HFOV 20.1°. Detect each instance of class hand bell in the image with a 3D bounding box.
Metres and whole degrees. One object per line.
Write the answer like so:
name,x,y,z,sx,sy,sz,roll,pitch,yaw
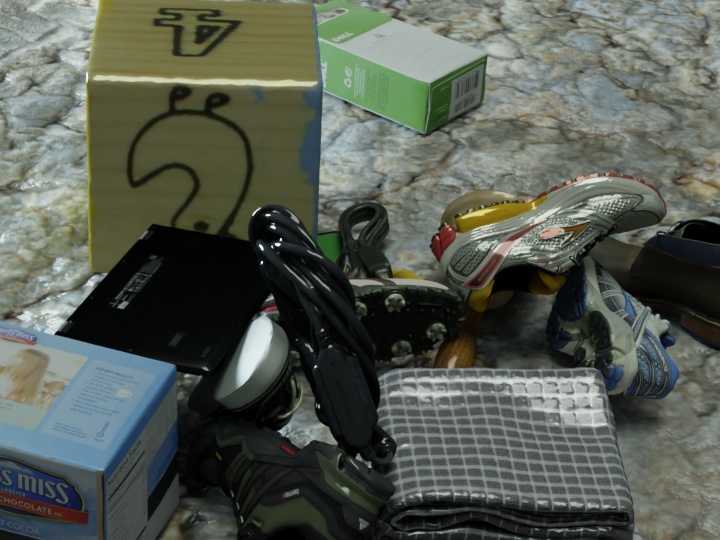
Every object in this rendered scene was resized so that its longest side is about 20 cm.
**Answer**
hand bell,0.095,0.036,1.705,0.104,0.104,0.200,11,44,10

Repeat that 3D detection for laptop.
laptop,-0.170,0.059,1.565,0.199,0.116,0.187,9,32,17

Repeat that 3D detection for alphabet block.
alphabet block,-0.138,-0.120,1.797,0.199,0.196,0.197,0,27,-4

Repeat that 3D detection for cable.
cable,-0.028,0.041,1.458,0.051,0.201,0.163,-23,14,-6
cable,0.000,0.000,1.782,0.097,0.051,0.200,-17,22,-4

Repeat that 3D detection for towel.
towel,0.102,0.145,1.504,0.199,0.086,0.166,1,32,-6

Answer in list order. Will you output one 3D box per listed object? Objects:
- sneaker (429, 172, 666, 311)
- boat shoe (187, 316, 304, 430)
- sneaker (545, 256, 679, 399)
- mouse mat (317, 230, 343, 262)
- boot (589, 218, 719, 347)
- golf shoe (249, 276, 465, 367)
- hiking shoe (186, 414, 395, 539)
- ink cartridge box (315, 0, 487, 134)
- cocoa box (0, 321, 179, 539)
sneaker,0.161,-0.019,1.678,0.199,0.078,0.082,-18,68,-10
boat shoe,-0.074,0.084,1.510,0.063,0.200,0.071,31,75,-9
sneaker,0.212,0.054,1.692,0.085,0.077,0.200,18,24,-15
mouse mat,-0.074,0.017,1.766,0.199,0.008,0.161,-9,34,-20
boot,0.266,-0.016,1.775,0.199,0.097,0.075,27,38,32
golf shoe,-0.016,0.027,1.659,0.199,0.077,0.088,-6,39,1
hiking shoe,-0.069,0.167,1.450,0.199,0.076,0.101,6,65,49
ink cartridge box,0.022,-0.215,2.105,0.199,0.060,0.104,25,37,30
cocoa box,-0.242,0.129,1.436,0.199,0.132,0.134,13,35,14
